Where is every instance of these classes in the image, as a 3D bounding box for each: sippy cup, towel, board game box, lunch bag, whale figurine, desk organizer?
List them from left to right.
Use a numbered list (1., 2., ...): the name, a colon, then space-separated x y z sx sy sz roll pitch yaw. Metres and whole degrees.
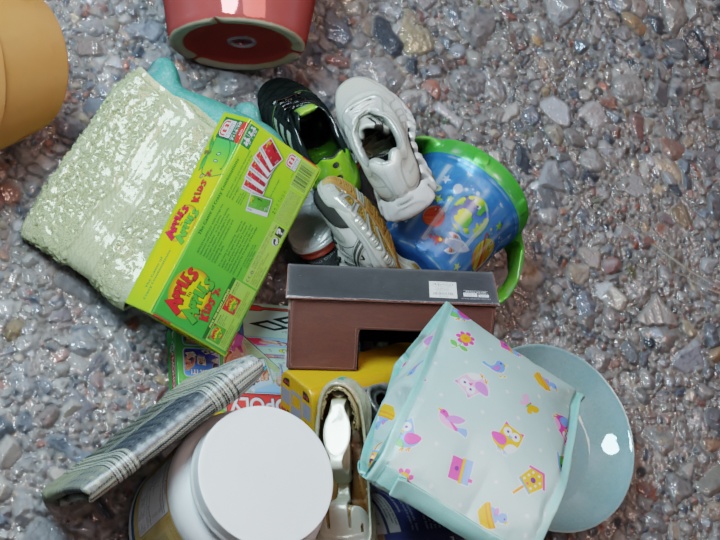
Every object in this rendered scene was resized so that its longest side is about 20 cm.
1. towel: -0.219 -0.079 1.663 0.148 0.036 0.201 34 84 7
2. towel: -0.183 0.147 1.530 0.192 0.200 0.035 -38 96 -21
3. whale figurine: -0.151 -0.129 1.735 0.159 0.104 0.201 -39 90 -33
4. board game box: -0.127 -0.034 1.639 0.101 0.047 0.201 33 81 -39
5. board game box: -0.091 0.100 1.712 0.198 0.029 0.136 5 66 -26
6. desk organizer: 0.028 0.047 1.653 0.198 0.078 0.072 2 25 -2
7. sippy cup: 0.086 -0.042 1.807 0.177 0.140 0.131 30 62 15
8. lunch bag: 0.094 0.157 1.538 0.169 0.122 0.201 32 39 -7

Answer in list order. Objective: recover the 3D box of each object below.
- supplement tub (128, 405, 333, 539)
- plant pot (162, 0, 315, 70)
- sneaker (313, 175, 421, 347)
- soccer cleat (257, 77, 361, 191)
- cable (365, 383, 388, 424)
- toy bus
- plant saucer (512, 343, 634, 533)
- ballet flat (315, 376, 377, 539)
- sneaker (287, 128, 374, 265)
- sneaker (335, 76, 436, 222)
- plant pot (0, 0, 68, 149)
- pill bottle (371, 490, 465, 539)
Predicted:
1. supplement tub: -0.115 0.209 1.546 0.143 0.200 0.146 9 65 -20
2. plant pot: -0.122 -0.313 1.791 0.198 0.200 0.179 7 74 -24
3. sneaker: 0.000 0.000 1.713 0.201 0.087 0.076 54 18 -27
4. soccer cleat: -0.053 -0.147 1.768 0.067 0.081 0.201 -25 47 -10
5. cable: 0.091 0.163 1.635 0.200 0.050 0.097 46 39 -7
6. toy bus: 0.022 0.119 1.686 0.198 0.065 0.079 -12 115 -30
7. plant saucer: 0.191 0.178 1.817 0.199 0.039 0.203 10 64 -22
8. ballet flat: -0.021 0.195 1.563 0.067 0.062 0.202 -5 79 7
9. sneaker: -0.018 -0.069 1.813 0.082 0.076 0.201 54 42 -35
10. sneaker: 0.016 -0.139 1.737 0.081 0.075 0.201 53 8 -43
11. plant pot: -0.365 -0.189 1.614 0.139 0.200 0.202 -17 76 -48
12. pill bottle: 0.065 0.262 1.671 0.198 0.111 0.112 -3 70 -28
